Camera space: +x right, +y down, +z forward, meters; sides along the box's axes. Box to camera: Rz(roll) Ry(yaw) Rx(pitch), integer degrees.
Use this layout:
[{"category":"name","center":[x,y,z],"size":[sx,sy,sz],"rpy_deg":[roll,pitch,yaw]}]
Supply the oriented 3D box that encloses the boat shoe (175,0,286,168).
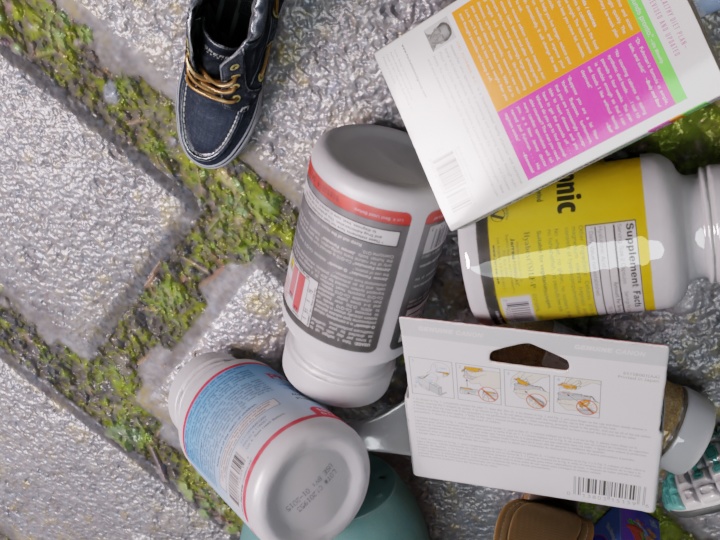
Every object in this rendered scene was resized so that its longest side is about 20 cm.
[{"category":"boat shoe","center":[-0.106,-0.153,0.721],"size":[0.070,0.091,0.203],"rpy_deg":[23,122,1]}]

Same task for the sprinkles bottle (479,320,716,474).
[{"category":"sprinkles bottle","center":[0.186,0.092,0.795],"size":[0.197,0.069,0.069],"rpy_deg":[27,122,-1]}]

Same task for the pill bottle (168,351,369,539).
[{"category":"pill bottle","center":[-0.086,0.141,0.818],"size":[0.199,0.108,0.111],"rpy_deg":[27,137,52]}]

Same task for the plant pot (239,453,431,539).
[{"category":"plant pot","center":[-0.022,0.262,0.876],"size":[0.196,0.201,0.164],"rpy_deg":[0,109,14]}]

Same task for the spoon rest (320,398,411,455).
[{"category":"spoon rest","center":[0.050,0.129,0.855],"size":[0.196,0.061,0.101],"rpy_deg":[-2,118,17]}]

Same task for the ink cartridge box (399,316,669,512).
[{"category":"ink cartridge box","center":[0.131,0.100,0.748],"size":[0.196,0.044,0.176],"rpy_deg":[6,128,17]}]

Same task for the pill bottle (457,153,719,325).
[{"category":"pill bottle","center":[0.176,-0.024,0.709],"size":[0.196,0.112,0.113],"rpy_deg":[-6,117,17]}]

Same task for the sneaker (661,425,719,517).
[{"category":"sneaker","center":[0.344,0.164,0.794],"size":[0.198,0.078,0.091],"rpy_deg":[-32,111,29]}]

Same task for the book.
[{"category":"book","center":[0.119,-0.128,0.633],"size":[0.198,0.048,0.136],"rpy_deg":[-25,86,27]}]

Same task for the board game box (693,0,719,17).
[{"category":"board game box","center":[0.179,-0.229,0.638],"size":[0.197,0.037,0.153],"rpy_deg":[-23,110,23]}]

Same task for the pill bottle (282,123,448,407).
[{"category":"pill bottle","center":[0.000,0.000,0.764],"size":[0.114,0.116,0.203],"rpy_deg":[17,121,4]}]

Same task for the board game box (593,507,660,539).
[{"category":"board game box","center":[0.203,0.315,0.836],"size":[0.044,0.201,0.135],"rpy_deg":[30,122,-5]}]

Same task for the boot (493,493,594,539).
[{"category":"boot","center":[0.141,0.256,0.819],"size":[0.075,0.200,0.158],"rpy_deg":[13,113,9]}]
